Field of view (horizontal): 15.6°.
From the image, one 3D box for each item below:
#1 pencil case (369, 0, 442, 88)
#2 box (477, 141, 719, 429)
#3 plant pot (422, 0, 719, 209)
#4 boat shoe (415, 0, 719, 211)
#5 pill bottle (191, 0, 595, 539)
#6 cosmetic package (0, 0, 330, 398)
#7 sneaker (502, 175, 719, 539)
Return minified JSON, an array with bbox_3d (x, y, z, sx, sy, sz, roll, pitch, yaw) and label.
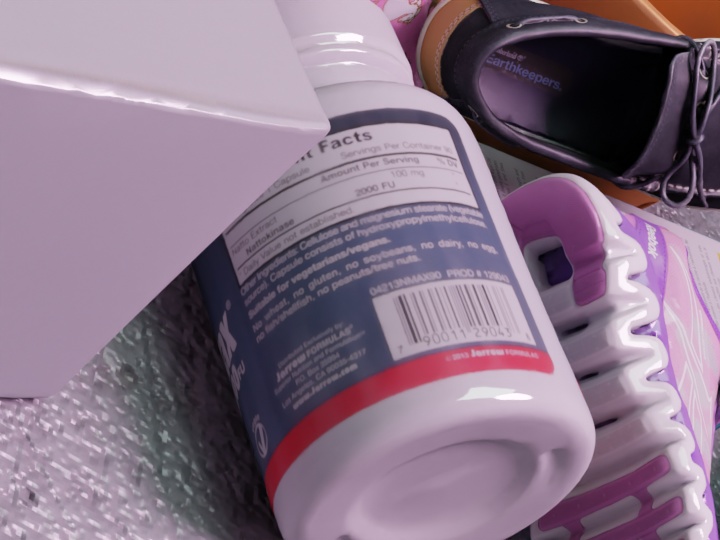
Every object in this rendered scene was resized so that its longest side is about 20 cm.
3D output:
[{"bbox_3d":[-0.011,-0.131,1.041,0.086,0.200,0.083,18,66,12],"label":"pencil case"},{"bbox_3d":[0.086,0.006,1.131,0.200,0.049,0.082,20,42,-35],"label":"box"},{"bbox_3d":[0.110,-0.111,1.200,0.200,0.140,0.200,30,36,-25],"label":"plant pot"},{"bbox_3d":[0.120,-0.063,1.059,0.200,0.075,0.062,15,15,-17],"label":"boat shoe"},{"bbox_3d":[0.000,0.000,0.977,0.119,0.120,0.200,12,47,-42],"label":"pill bottle"},{"bbox_3d":[-0.150,-0.085,0.854,0.166,0.167,0.200,6,52,-46],"label":"cosmetic package"},{"bbox_3d":[0.111,0.062,1.027,0.088,0.080,0.201,4,71,-50],"label":"sneaker"}]
